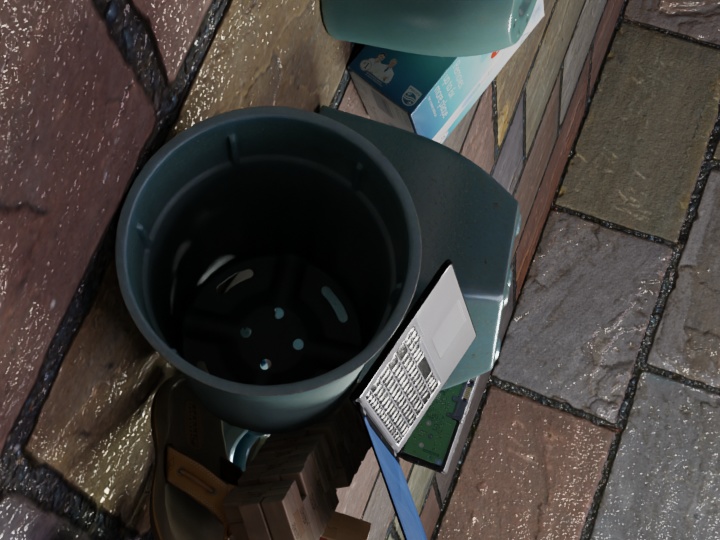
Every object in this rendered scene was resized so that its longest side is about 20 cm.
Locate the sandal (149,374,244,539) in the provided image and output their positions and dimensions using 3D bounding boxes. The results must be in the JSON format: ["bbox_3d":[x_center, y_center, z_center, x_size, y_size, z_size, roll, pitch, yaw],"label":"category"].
[{"bbox_3d":[-0.112,0.155,1.011,0.054,0.080,0.202,-37,-135,30],"label":"sandal"}]

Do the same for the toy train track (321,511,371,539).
[{"bbox_3d":[-0.038,0.165,1.151,0.032,0.114,0.202,-25,-135,65],"label":"toy train track"}]

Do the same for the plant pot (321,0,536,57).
[{"bbox_3d":[0.077,-0.278,1.189,0.200,0.159,0.203,18,90,-78],"label":"plant pot"}]

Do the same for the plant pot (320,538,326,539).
[{"bbox_3d":[-0.051,0.372,1.501,0.200,0.174,0.202,73,37,-68],"label":"plant pot"}]

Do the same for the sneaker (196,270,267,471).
[{"bbox_3d":[-0.096,0.100,1.151,0.074,0.081,0.202,3,104,-78],"label":"sneaker"}]

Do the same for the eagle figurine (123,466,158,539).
[{"bbox_3d":[-0.156,0.261,1.029,0.152,0.151,0.200,-54,177,17],"label":"eagle figurine"}]

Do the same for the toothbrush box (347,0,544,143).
[{"bbox_3d":[0.089,-0.228,1.352,0.201,0.085,0.146,-52,165,-6],"label":"toothbrush box"}]

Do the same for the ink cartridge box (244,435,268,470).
[{"bbox_3d":[-0.095,0.241,1.249,0.200,0.074,0.167,137,-27,-79],"label":"ink cartridge box"}]

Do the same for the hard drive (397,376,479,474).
[{"bbox_3d":[0.015,0.102,1.355,0.038,0.198,0.141,48,60,-75],"label":"hard drive"}]

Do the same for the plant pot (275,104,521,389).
[{"bbox_3d":[0.040,-0.002,1.251,0.197,0.197,0.197,92,9,-52],"label":"plant pot"}]

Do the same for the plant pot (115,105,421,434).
[{"bbox_3d":[-0.065,0.019,0.974,0.196,0.198,0.202,99,13,-68],"label":"plant pot"}]

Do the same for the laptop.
[{"bbox_3d":[0.067,0.130,1.067,0.201,0.115,0.187,-55,161,-10],"label":"laptop"}]

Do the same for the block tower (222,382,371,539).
[{"bbox_3d":[-0.042,0.149,1.036,0.200,0.053,0.058,-50,127,-65],"label":"block tower"}]
